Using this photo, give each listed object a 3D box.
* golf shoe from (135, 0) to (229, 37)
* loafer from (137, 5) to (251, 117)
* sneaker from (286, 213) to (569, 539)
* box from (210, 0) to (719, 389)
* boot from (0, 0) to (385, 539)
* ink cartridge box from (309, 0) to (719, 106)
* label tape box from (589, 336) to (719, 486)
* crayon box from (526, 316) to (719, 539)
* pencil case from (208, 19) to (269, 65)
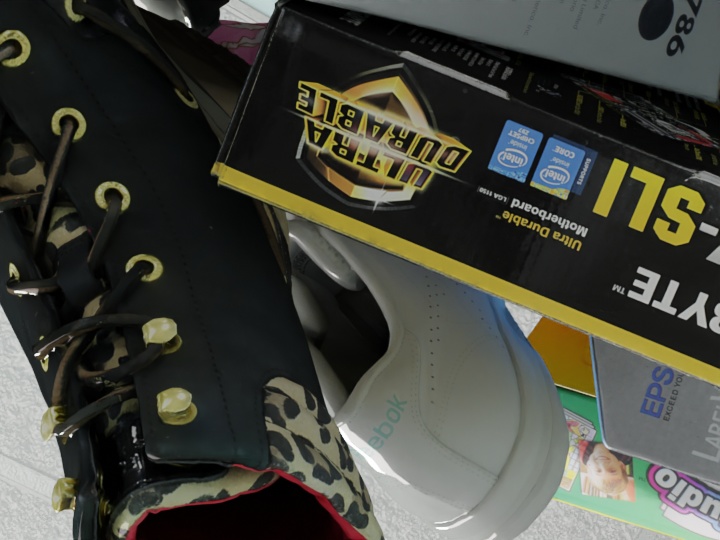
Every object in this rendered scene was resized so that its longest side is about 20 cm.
[{"bbox_3d":[-0.138,-0.111,0.690,0.200,0.095,0.078,31,160,5],"label":"golf shoe"},{"bbox_3d":[-0.088,-0.050,0.622,0.200,0.068,0.076,27,-171,-41],"label":"loafer"},{"bbox_3d":[0.000,0.000,0.710,0.088,0.075,0.200,28,-160,-30],"label":"sneaker"},{"bbox_3d":[0.056,-0.029,0.592,0.159,0.050,0.200,23,-168,1],"label":"box"},{"bbox_3d":[-0.069,-0.011,0.510,0.204,0.073,0.154,45,-165,-40],"label":"boot"},{"bbox_3d":[0.022,-0.086,0.581,0.200,0.039,0.099,9,-164,-47],"label":"ink cartridge box"},{"bbox_3d":[0.126,0.023,0.735,0.199,0.064,0.144,18,-166,7],"label":"label tape box"},{"bbox_3d":[0.174,0.049,0.876,0.199,0.059,0.173,16,-151,17],"label":"crayon box"},{"bbox_3d":[-0.117,-0.061,0.747,0.199,0.083,0.087,11,-144,-3],"label":"pencil case"}]
